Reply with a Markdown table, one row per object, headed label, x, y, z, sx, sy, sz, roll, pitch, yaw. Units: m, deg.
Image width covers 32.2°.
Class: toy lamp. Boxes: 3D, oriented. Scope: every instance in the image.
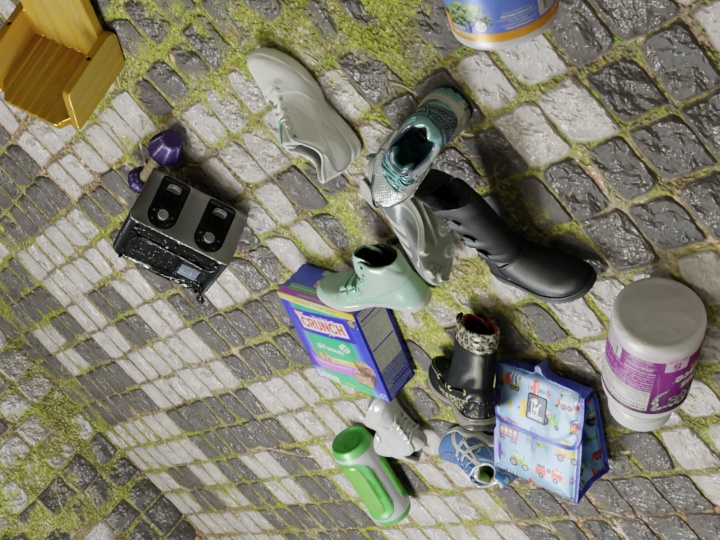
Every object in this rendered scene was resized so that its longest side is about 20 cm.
| label | x | y | z | sx | sy | sz | roll | pitch | yaw |
| --- | --- | --- | --- | --- | --- | --- | --- | --- | --- |
| toy lamp | -0.331 | -0.178 | 2.034 | 0.058 | 0.058 | 0.200 | 45 | 154 | -5 |

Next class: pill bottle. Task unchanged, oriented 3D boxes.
| label | x | y | z | sx | sy | sz | roll | pitch | yaw |
| --- | --- | --- | --- | --- | --- | --- | --- | --- | --- |
| pill bottle | 0.121 | -0.324 | 1.196 | 0.112 | 0.112 | 0.200 | 18 | 144 | 37 |
| pill bottle | 0.352 | 0.109 | 1.517 | 0.112 | 0.112 | 0.200 | 28 | 149 | 24 |

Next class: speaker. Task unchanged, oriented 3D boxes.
| label | x | y | z | sx | sy | sz | roll | pitch | yaw |
| --- | --- | --- | --- | --- | --- | --- | --- | --- | --- |
| speaker | 0.021 | 0.385 | 2.335 | 0.088 | 0.088 | 0.200 | 8 | 136 | 46 |

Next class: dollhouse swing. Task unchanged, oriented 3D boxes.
| label | x | y | z | sx | sy | sz | roll | pitch | yaw |
| --- | --- | --- | --- | --- | --- | --- | --- | --- | --- |
| dollhouse swing | -0.493 | -0.351 | 1.896 | 0.199 | 0.182 | 0.176 | 26 | 168 | 27 |

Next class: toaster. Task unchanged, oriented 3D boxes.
| label | x | y | z | sx | sy | sz | roll | pitch | yaw |
| --- | --- | --- | --- | --- | --- | --- | --- | --- | --- |
| toaster | -0.296 | -0.057 | 2.040 | 0.180 | 0.119 | 0.200 | 27 | 154 | -11 |

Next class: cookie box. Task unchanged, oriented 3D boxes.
| label | x | y | z | sx | sy | sz | roll | pitch | yaw |
| --- | --- | --- | --- | --- | --- | --- | --- | --- | --- |
| cookie box | -0.022 | 0.100 | 2.008 | 0.171 | 0.075 | 0.201 | 16 | 142 | 40 |

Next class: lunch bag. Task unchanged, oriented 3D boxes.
| label | x | y | z | sx | sy | sz | roll | pitch | yaw |
| --- | --- | --- | --- | --- | --- | --- | --- | --- | --- |
| lunch bag | 0.273 | 0.212 | 1.807 | 0.150 | 0.094 | 0.201 | 20 | 132 | 37 |

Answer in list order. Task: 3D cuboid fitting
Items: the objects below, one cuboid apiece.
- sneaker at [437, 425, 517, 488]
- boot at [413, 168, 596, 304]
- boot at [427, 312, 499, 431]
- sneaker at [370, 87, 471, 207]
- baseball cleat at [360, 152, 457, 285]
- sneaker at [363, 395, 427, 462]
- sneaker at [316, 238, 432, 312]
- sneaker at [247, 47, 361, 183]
| label | x | y | z | sx | sy | sz | roll | pitch | yaw |
| --- | --- | --- | --- | --- | --- | --- | --- | --- | --- |
| sneaker | 0.188 | 0.304 | 2.026 | 0.200 | 0.077 | 0.076 | -4 | 130 | 55 |
| boot | 0.177 | -0.043 | 1.522 | 0.164 | 0.066 | 0.200 | 11 | 154 | 45 |
| boot | 0.155 | 0.127 | 1.830 | 0.204 | 0.073 | 0.155 | -125 | 34 | -65 |
| sneaker | 0.053 | -0.141 | 1.532 | 0.078 | 0.086 | 0.200 | 40 | 137 | 5 |
| baseball cleat | 0.063 | -0.074 | 1.688 | 0.106 | 0.070 | 0.201 | 14 | 132 | 50 |
| sneaker | 0.069 | 0.265 | 2.138 | 0.099 | 0.078 | 0.200 | 19 | 153 | 25 |
| sneaker | 0.000 | 0.000 | 1.841 | 0.200 | 0.074 | 0.118 | 1 | 139 | 37 |
| sneaker | -0.089 | -0.205 | 1.660 | 0.200 | 0.089 | 0.075 | 47 | 153 | -9 |
